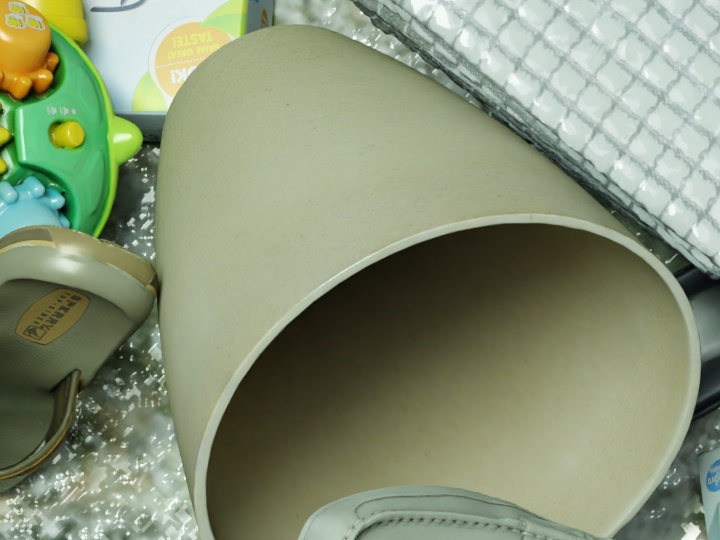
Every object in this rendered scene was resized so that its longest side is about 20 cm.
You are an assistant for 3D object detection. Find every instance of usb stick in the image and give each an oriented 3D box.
[{"bbox_3d":[0.075,0.058,1.096,0.200,0.033,0.056,-29,75,2],"label":"usb stick"}]

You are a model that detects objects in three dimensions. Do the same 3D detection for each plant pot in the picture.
[{"bbox_3d":[0.000,0.000,1.044,0.187,0.187,0.200,-31,42,2],"label":"plant pot"}]

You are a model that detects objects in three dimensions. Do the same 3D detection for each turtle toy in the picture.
[{"bbox_3d":[-0.182,-0.042,1.071,0.199,0.101,0.146,-6,86,1],"label":"turtle toy"}]

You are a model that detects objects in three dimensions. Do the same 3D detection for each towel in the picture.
[{"bbox_3d":[0.113,-0.109,1.038,0.200,0.086,0.166,39,83,3],"label":"towel"}]

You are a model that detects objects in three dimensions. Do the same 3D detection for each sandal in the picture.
[{"bbox_3d":[-0.134,0.047,1.055,0.080,0.200,0.054,17,59,-20],"label":"sandal"}]

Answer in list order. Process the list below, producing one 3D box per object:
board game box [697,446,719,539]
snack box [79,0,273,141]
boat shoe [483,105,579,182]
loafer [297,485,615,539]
[{"bbox_3d":[0.184,0.148,0.995,0.047,0.151,0.201,0,75,-21],"label":"board game box"},{"bbox_3d":[-0.137,-0.126,1.162,0.199,0.053,0.143,1,80,10],"label":"snack box"},{"bbox_3d":[0.059,-0.131,1.118,0.060,0.072,0.202,-3,89,24],"label":"boat shoe"},{"bbox_3d":[0.065,0.116,0.974,0.070,0.200,0.070,5,83,53],"label":"loafer"}]
